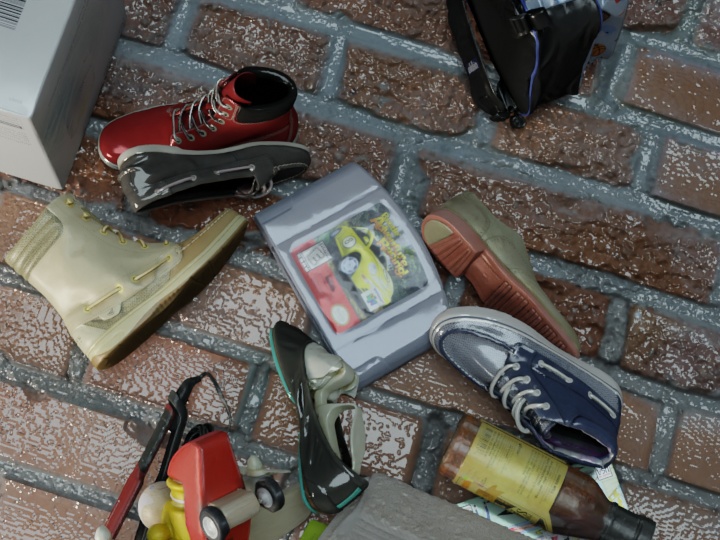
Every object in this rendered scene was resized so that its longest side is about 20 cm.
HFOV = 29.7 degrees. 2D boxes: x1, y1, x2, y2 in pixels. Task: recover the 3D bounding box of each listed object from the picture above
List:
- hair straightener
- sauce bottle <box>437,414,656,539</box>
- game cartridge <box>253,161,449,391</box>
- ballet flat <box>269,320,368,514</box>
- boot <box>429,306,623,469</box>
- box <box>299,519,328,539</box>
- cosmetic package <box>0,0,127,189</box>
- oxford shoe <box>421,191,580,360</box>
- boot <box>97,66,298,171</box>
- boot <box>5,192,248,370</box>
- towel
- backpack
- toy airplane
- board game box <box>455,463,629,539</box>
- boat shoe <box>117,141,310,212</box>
[{"bbox_3d":[-0.174,0.189,1.263,0.077,0.041,0.201,29,69,-17],"label":"hair straightener"},{"bbox_3d":[0.168,0.200,1.224,0.199,0.066,0.066,27,76,7],"label":"sauce bottle"},{"bbox_3d":[0.000,0.000,1.315,0.132,0.041,0.201,-28,78,-14],"label":"game cartridge"},{"bbox_3d":[-0.031,0.125,1.244,0.068,0.068,0.202,-26,58,18],"label":"ballet flat"},{"bbox_3d":[0.152,0.106,1.249,0.198,0.073,0.091,23,33,-3],"label":"boot"},{"bbox_3d":[0.022,0.301,1.180,0.198,0.048,0.122,16,38,15],"label":"box"},{"bbox_3d":[-0.312,-0.211,1.270,0.122,0.200,0.201,17,75,-1],"label":"cosmetic package"},{"bbox_3d":[0.150,0.005,1.304,0.200,0.071,0.074,50,55,-1],"label":"oxford shoe"},{"bbox_3d":[-0.158,-0.147,1.290,0.198,0.144,0.073,-8,77,-4],"label":"boot"},{"bbox_3d":[-0.221,-0.025,1.294,0.200,0.073,0.156,-43,80,-9],"label":"boot"},{"bbox_3d":[0.063,0.252,1.182,0.198,0.035,0.133,19,39,20],"label":"towel"},{"bbox_3d":[0.166,-0.274,1.323,0.153,0.200,0.192,-25,71,-14],"label":"backpack"},{"bbox_3d":[-0.142,0.242,1.189,0.141,0.200,0.200,31,84,36],"label":"toy airplane"},{"bbox_3d":[0.159,0.265,1.255,0.198,0.029,0.136,-17,76,-7],"label":"board game box"},{"bbox_3d":[-0.135,-0.085,1.293,0.198,0.067,0.058,-4,70,-29],"label":"boat shoe"}]
